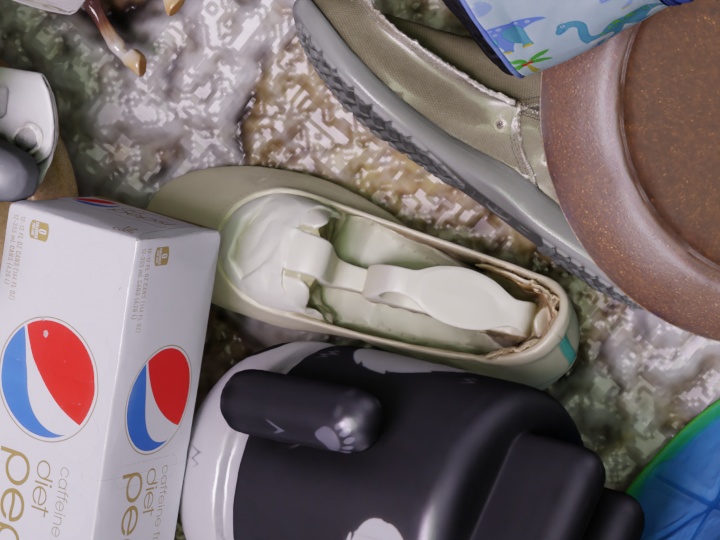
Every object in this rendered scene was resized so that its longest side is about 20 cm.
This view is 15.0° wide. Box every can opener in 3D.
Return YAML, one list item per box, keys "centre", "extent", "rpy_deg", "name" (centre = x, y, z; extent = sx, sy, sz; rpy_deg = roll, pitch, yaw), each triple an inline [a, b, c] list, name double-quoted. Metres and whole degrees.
- centre: [-0.218, -0.069, 1.146]
  extent: [0.199, 0.066, 0.053]
  rpy_deg: [11, 95, 19]
  name: "can opener"

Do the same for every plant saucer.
- centre: [0.174, -0.068, 1.125]
  extent: [0.199, 0.034, 0.202]
  rpy_deg: [-1, 94, -9]
  name: "plant saucer"

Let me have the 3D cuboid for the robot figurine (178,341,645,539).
- centre: [0.017, 0.096, 1.145]
  extent: [0.199, 0.125, 0.151]
  rpy_deg: [11, 118, 37]
  name: "robot figurine"

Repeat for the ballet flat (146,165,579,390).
- centre: [0.000, 0.000, 1.178]
  extent: [0.199, 0.069, 0.070]
  rpy_deg: [17, 103, 3]
  name: "ballet flat"

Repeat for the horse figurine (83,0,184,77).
- centre: [-0.101, -0.181, 1.161]
  extent: [0.132, 0.050, 0.200]
  rpy_deg: [43, 109, 10]
  name: "horse figurine"

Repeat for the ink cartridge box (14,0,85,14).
- centre: [-0.147, -0.223, 1.109]
  extent: [0.146, 0.084, 0.200]
  rpy_deg: [-46, 68, 14]
  name: "ink cartridge box"

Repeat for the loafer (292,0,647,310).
- centre: [0.059, -0.065, 1.162]
  extent: [0.200, 0.075, 0.070]
  rpy_deg: [36, 87, -7]
  name: "loafer"

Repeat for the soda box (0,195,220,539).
- centre: [-0.114, 0.074, 1.131]
  extent: [0.068, 0.064, 0.202]
  rpy_deg: [15, 102, 29]
  name: "soda box"

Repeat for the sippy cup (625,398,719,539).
- centre: [0.184, 0.134, 1.154]
  extent: [0.130, 0.140, 0.178]
  rpy_deg: [44, 149, -13]
  name: "sippy cup"

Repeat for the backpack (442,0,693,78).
- centre: [0.072, -0.190, 1.047]
  extent: [0.146, 0.183, 0.201]
  rpy_deg: [-19, 71, 14]
  name: "backpack"

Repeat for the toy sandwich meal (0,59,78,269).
- centre: [-0.202, -0.009, 1.210]
  extent: [0.204, 0.070, 0.207]
  rpy_deg: [0, 91, 15]
  name: "toy sandwich meal"
